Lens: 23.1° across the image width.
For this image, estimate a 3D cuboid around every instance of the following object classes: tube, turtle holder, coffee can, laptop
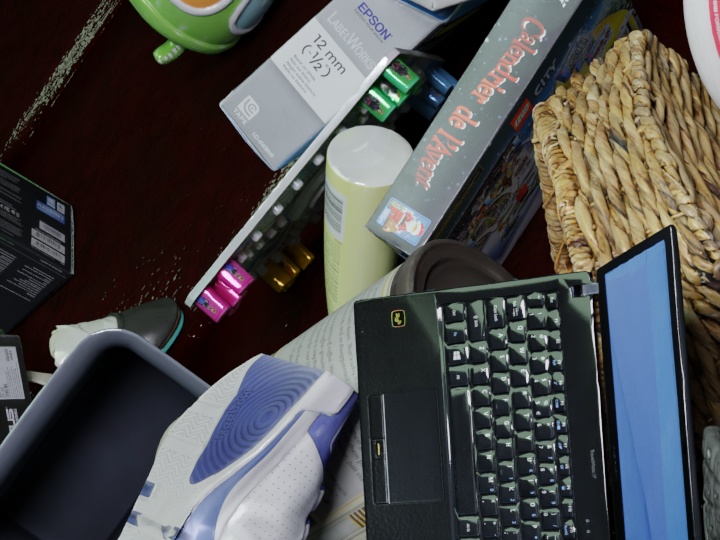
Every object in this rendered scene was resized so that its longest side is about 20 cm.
[{"bbox_3d":[0.000,0.000,1.071,0.052,0.200,0.058,34,52,23],"label":"tube"},{"bbox_3d":[-0.114,-0.256,1.454,0.132,0.185,0.141,-36,70,29],"label":"turtle holder"},{"bbox_3d":[0.005,0.095,0.971,0.200,0.146,0.146,-35,39,29],"label":"coffee can"},{"bbox_3d":[0.066,0.085,0.764,0.200,0.103,0.178,-8,80,29],"label":"laptop"}]

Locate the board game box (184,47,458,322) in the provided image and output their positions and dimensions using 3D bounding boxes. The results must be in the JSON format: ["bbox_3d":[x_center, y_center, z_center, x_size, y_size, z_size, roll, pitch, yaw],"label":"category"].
[{"bbox_3d":[-0.018,-0.056,1.138,0.200,0.026,0.200,-50,-5,11],"label":"board game box"}]

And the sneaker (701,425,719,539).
[{"bbox_3d":[0.189,0.098,0.701,0.091,0.200,0.076,-7,80,22],"label":"sneaker"}]

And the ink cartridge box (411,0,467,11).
[{"bbox_3d":[0.093,-0.240,1.100,0.200,0.084,0.146,-20,28,-21],"label":"ink cartridge box"}]

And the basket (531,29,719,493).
[{"bbox_3d":[0.132,-0.005,0.896,0.149,0.143,0.200,-37,38,26],"label":"basket"}]

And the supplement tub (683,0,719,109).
[{"bbox_3d":[0.268,-0.136,0.835,0.200,0.140,0.141,-5,59,50],"label":"supplement tub"}]

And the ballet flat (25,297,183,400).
[{"bbox_3d":[-0.220,0.087,1.338,0.200,0.068,0.068,-48,32,13],"label":"ballet flat"}]

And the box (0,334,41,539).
[{"bbox_3d":[-0.300,0.165,1.322,0.160,0.044,0.200,-24,72,39],"label":"box"}]

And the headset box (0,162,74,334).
[{"bbox_3d":[-0.377,-0.008,1.526,0.200,0.174,0.093,-40,37,26],"label":"headset box"}]

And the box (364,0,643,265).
[{"bbox_3d":[0.090,-0.084,1.028,0.038,0.137,0.200,32,89,22],"label":"box"}]

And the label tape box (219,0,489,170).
[{"bbox_3d":[0.014,-0.164,1.193,0.200,0.066,0.143,-41,1,26],"label":"label tape box"}]

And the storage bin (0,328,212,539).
[{"bbox_3d":[-0.169,0.140,1.186,0.200,0.145,0.134,-54,7,3],"label":"storage bin"}]

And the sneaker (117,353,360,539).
[{"bbox_3d":[-0.059,0.147,0.880,0.081,0.115,0.200,17,68,54],"label":"sneaker"}]
